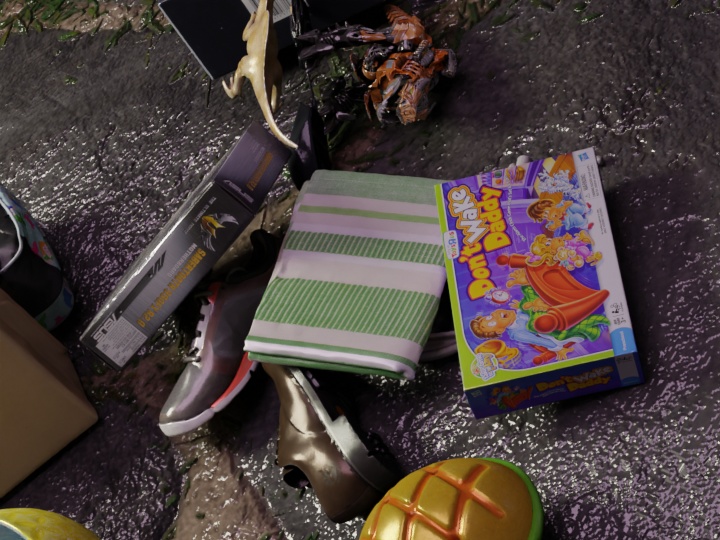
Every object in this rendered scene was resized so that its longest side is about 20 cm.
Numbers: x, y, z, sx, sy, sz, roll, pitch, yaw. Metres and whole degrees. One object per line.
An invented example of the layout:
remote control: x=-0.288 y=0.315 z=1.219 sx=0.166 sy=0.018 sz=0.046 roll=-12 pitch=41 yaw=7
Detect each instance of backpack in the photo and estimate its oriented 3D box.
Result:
backpack: x=-0.381 y=0.000 z=1.824 sx=0.177 sy=0.151 sz=0.200 roll=-40 pitch=51 yaw=1

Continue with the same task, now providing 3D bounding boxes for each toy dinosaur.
toy dinosaur: x=0.024 y=-0.182 z=1.728 sx=0.135 sy=0.103 sz=0.200 roll=-12 pitch=12 yaw=11
toy dinosaur: x=-0.089 y=-0.182 z=1.711 sx=0.058 sy=0.101 sz=0.201 roll=4 pitch=65 yaw=-11

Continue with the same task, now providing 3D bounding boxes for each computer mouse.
computer mouse: x=-0.055 y=-0.157 z=1.744 sx=0.034 sy=0.059 sz=0.201 roll=-11 pitch=68 yaw=14

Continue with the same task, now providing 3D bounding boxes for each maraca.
maraca: x=0.045 y=0.211 z=1.386 sx=0.199 sy=0.107 sz=0.138 roll=-32 pitch=38 yaw=12

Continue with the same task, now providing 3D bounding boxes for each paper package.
paper package: x=-0.369 y=0.118 z=1.698 sx=0.200 sy=0.191 sz=0.104 roll=-38 pitch=44 yaw=4

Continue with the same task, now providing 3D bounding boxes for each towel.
towel: x=0.000 y=0.000 z=1.569 sx=0.151 sy=0.023 sz=0.201 roll=6 pitch=51 yaw=17

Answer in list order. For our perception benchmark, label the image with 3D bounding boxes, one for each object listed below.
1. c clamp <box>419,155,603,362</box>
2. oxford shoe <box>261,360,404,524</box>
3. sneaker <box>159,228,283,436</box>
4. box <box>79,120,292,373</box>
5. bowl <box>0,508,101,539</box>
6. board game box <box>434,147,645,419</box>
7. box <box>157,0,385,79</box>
c clamp: x=0.098 y=-0.013 z=1.574 sx=0.170 sy=0.027 sz=0.201 roll=0 pitch=58 yaw=36
oxford shoe: x=-0.045 y=0.127 z=1.544 sx=0.084 sy=0.073 sz=0.200 roll=-47 pitch=40 yaw=10
sneaker: x=-0.123 y=0.049 z=1.635 sx=0.201 sy=0.082 sz=0.077 roll=-55 pitch=21 yaw=-19
box: x=-0.150 y=-0.022 z=1.655 sx=0.200 sy=0.048 sz=0.159 roll=-47 pitch=8 yaw=23
bowl: x=-0.234 y=0.274 z=1.527 sx=0.199 sy=0.202 sz=0.107 roll=11 pitch=22 yaw=41
board game box: x=0.137 y=0.008 z=1.488 sx=0.133 sy=0.045 sz=0.201 roll=-14 pitch=52 yaw=9
box: x=-0.080 y=-0.310 z=1.851 sx=0.199 sy=0.104 sz=0.183 roll=-22 pitch=36 yaw=21
